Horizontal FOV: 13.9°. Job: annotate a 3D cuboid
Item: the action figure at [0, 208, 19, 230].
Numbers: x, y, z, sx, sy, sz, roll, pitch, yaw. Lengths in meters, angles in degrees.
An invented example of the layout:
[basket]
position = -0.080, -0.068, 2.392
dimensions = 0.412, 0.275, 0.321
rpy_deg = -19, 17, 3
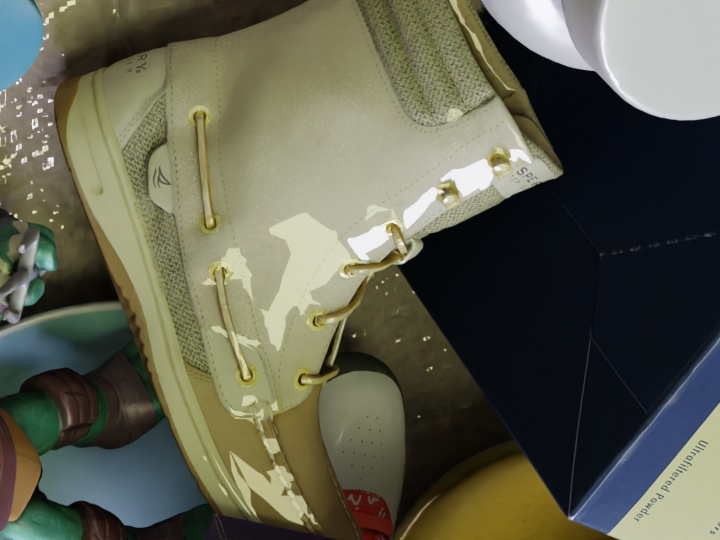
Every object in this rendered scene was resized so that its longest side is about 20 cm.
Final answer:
[action figure]
position = -0.211, 0.009, 0.998
dimensions = 0.200, 0.104, 0.194
rpy_deg = -41, 144, -30

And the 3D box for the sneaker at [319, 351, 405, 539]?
[sneaker]
position = -0.008, 0.140, 1.113
dimensions = 0.067, 0.108, 0.202
rpy_deg = 12, 104, -35

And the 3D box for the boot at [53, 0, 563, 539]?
[boot]
position = 0.000, 0.000, 1.015
dimensions = 0.154, 0.072, 0.200
rpy_deg = -23, 94, 10

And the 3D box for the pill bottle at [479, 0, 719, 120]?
[pill bottle]
position = 0.071, -0.132, 0.941
dimensions = 0.110, 0.200, 0.111
rpy_deg = -12, 127, -17

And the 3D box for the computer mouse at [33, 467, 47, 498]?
[computer mouse]
position = -0.134, 0.167, 1.105
dimensions = 0.139, 0.053, 0.200
rpy_deg = -67, 149, -30

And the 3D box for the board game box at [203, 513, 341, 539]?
[board game box]
position = -0.004, 0.195, 1.030
dimensions = 0.165, 0.057, 0.200
rpy_deg = 15, 112, -19

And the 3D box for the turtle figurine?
[turtle figurine]
position = -0.124, 0.060, 0.980
dimensions = 0.100, 0.150, 0.200
rpy_deg = -7, 169, 29

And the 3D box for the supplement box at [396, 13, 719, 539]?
[supplement box]
position = 0.141, 0.009, 1.078
dimensions = 0.200, 0.200, 0.134
rpy_deg = 24, 112, -38

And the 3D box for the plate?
[plate]
position = -0.111, 0.089, 1.127
dimensions = 0.200, 0.026, 0.201
rpy_deg = -14, 129, -18

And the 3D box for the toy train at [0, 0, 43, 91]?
[toy train]
position = -0.199, -0.097, 0.888
dimensions = 0.199, 0.116, 0.085
rpy_deg = -2, 123, -26

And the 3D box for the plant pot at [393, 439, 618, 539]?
[plant pot]
position = 0.120, 0.165, 1.207
dimensions = 0.142, 0.200, 0.200
rpy_deg = 2, 125, -55
